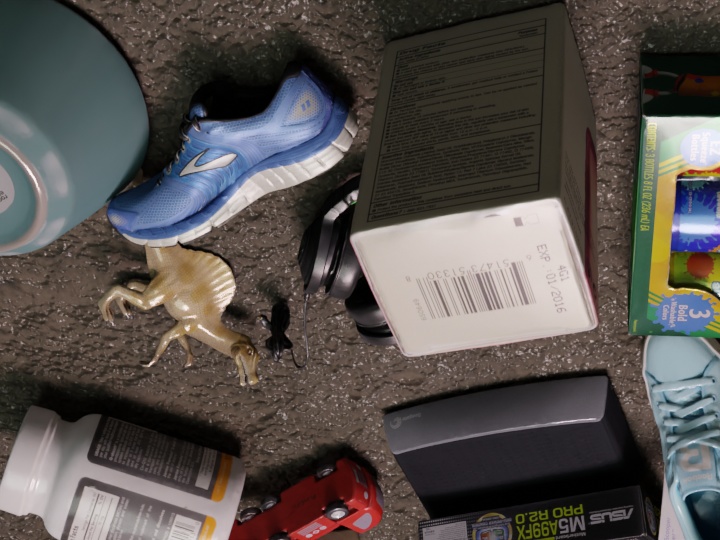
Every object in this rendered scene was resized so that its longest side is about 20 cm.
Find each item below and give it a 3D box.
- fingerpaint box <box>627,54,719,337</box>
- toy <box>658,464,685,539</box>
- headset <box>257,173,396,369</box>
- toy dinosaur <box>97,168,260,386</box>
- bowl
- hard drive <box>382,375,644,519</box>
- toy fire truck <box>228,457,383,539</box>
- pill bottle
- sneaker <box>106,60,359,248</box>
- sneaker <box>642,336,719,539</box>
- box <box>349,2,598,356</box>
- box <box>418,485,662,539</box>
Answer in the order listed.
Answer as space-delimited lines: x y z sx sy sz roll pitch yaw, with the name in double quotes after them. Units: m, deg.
0.269 -0.044 0.932 0.166 0.073 0.200 2 133 8 "fingerpaint box"
0.347 0.185 1.103 0.199 0.116 0.047 8 165 0 "toy"
0.000 0.000 1.040 0.123 0.094 0.200 40 112 -20 "headset"
-0.153 0.011 1.086 0.101 0.058 0.200 -26 112 10 "toy dinosaur"
-0.260 -0.089 0.959 0.200 0.105 0.201 7 132 8 "bowl"
0.130 0.158 1.167 0.199 0.042 0.135 -12 129 20 "hard drive"
-0.047 0.254 1.272 0.200 0.049 0.141 -32 140 20 "toy fire truck"
-0.211 0.194 1.211 0.199 0.117 0.117 19 133 -6 "pill bottle"
-0.102 -0.088 0.966 0.200 0.079 0.089 -27 116 20 "sneaker"
0.263 0.134 1.043 0.074 0.082 0.201 -18 94 18 "sneaker"
0.079 -0.059 0.864 0.127 0.200 0.109 -10 131 19 "box"
0.171 0.241 1.196 0.199 0.044 0.160 -13 153 21 "box"
